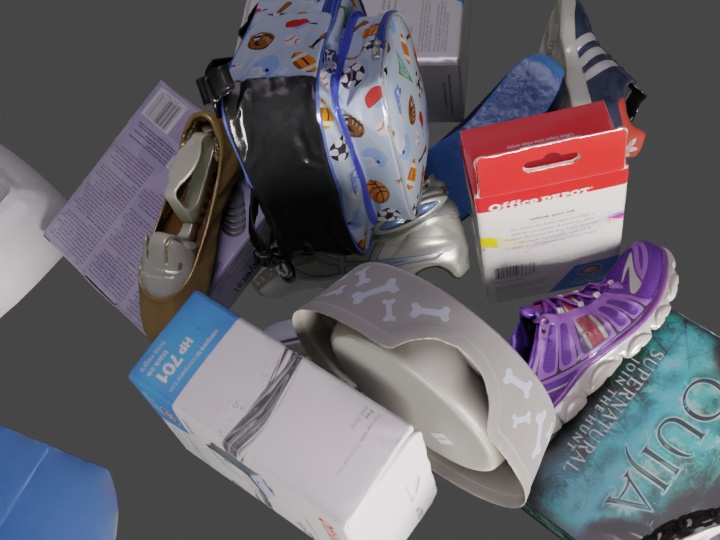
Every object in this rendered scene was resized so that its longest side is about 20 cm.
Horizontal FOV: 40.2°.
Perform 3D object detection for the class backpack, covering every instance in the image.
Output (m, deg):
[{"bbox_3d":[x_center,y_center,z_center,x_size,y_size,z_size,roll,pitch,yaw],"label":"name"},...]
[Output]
[{"bbox_3d":[-0.026,-0.127,0.751,0.152,0.201,0.192,-6,48,5],"label":"backpack"}]

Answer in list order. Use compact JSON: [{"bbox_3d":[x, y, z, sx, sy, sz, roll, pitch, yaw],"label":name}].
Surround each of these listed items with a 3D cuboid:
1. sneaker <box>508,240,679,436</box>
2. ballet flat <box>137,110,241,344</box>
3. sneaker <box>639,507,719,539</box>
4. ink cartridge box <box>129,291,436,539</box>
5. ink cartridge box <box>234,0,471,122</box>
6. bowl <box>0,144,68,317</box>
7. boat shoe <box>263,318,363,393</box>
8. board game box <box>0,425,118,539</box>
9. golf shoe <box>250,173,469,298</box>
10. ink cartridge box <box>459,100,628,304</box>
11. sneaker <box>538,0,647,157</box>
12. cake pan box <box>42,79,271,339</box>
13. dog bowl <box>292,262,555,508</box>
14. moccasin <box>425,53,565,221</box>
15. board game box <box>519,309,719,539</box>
[{"bbox_3d":[0.168,0.042,0.762,0.200,0.081,0.084,-44,98,-16],"label":"sneaker"},{"bbox_3d":[-0.150,-0.038,0.815,0.068,0.063,0.203,10,79,24],"label":"ballet flat"},{"bbox_3d":[0.186,0.232,0.647,0.079,0.074,0.200,46,103,17],"label":"sneaker"},{"bbox_3d":[-0.053,0.123,0.724,0.199,0.147,0.086,30,68,25],"label":"ink cartridge box"},{"bbox_3d":[-0.001,-0.216,0.902,0.197,0.086,0.148,0,58,12],"label":"ink cartridge box"},{"bbox_3d":[-0.398,-0.043,0.949,0.199,0.075,0.200,35,72,28],"label":"bowl"},{"bbox_3d":[0.013,0.077,0.794,0.197,0.072,0.063,1,60,10],"label":"boat shoe"},{"bbox_3d":[-0.287,0.217,0.791,0.198,0.039,0.159,17,59,15],"label":"board game box"},{"bbox_3d":[0.000,0.000,0.843,0.198,0.098,0.078,-22,12,24],"label":"golf shoe"},{"bbox_3d":[0.143,-0.060,0.774,0.115,0.201,0.068,-11,57,4],"label":"ink cartridge box"},{"bbox_3d":[0.219,-0.178,0.917,0.083,0.075,0.202,7,54,-7],"label":"sneaker"},{"bbox_3d":[-0.172,-0.050,0.889,0.199,0.052,0.185,37,88,27],"label":"cake pan box"},{"bbox_3d":[0.046,0.075,0.674,0.199,0.201,0.059,32,71,27],"label":"dog bowl"},{"bbox_3d":[0.113,-0.099,0.877,0.200,0.068,0.081,-42,77,12],"label":"moccasin"},{"bbox_3d":[0.226,0.134,0.741,0.135,0.028,0.200,33,71,27],"label":"board game box"}]
